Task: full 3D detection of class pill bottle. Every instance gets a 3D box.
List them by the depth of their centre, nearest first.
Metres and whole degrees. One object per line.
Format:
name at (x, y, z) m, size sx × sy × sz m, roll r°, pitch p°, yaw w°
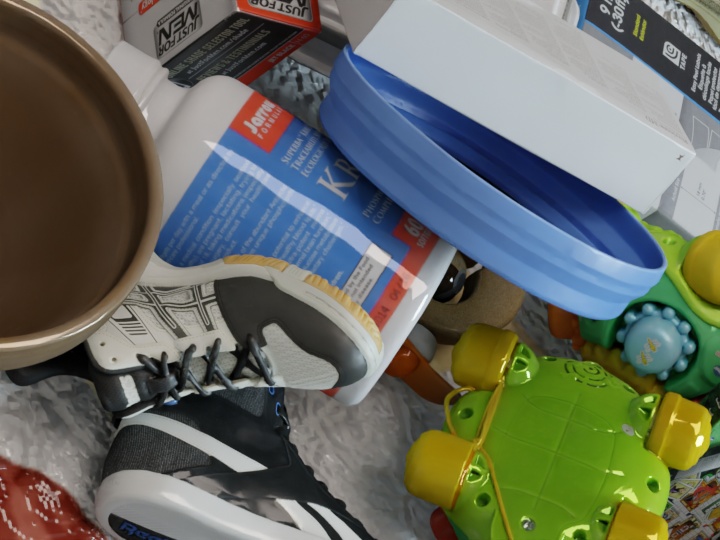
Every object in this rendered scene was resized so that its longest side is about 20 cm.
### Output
pill bottle at (-0.058, -0.029, 1.456) m, size 0.200 × 0.112 × 0.112 m, roll 32°, pitch 47°, yaw -3°

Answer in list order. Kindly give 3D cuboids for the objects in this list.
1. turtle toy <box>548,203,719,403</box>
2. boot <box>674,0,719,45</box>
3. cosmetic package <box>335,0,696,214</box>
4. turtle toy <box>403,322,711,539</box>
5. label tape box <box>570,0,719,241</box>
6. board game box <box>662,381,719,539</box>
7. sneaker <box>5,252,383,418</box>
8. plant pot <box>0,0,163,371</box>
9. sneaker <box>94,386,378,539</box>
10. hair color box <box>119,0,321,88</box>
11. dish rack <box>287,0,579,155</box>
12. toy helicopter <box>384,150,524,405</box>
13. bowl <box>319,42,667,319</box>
turtle toy at (0.185, 0.046, 1.637) m, size 0.200 × 0.146 × 0.101 m, roll 44°, pitch 77°, yaw -34°
boot at (0.256, -0.221, 1.834) m, size 0.200 × 0.155 × 0.073 m, roll 42°, pitch 46°, yaw -16°
cosmetic package at (0.078, -0.107, 1.509) m, size 0.200 × 0.051 × 0.083 m, roll 27°, pitch 23°, yaw -28°
turtle toy at (0.092, 0.129, 1.526) m, size 0.145 × 0.101 × 0.200 m, roll 21°, pitch 55°, yaw 7°
label tape box at (0.135, -0.102, 1.727) m, size 0.200 × 0.063 × 0.144 m, roll 35°, pitch 47°, yaw -22°
board game box at (0.217, 0.097, 1.585) m, size 0.105 × 0.200 × 0.024 m, roll 12°, pitch 46°, yaw -31°
sneaker at (-0.086, 0.040, 1.387) m, size 0.088 × 0.199 × 0.076 m, roll -60°, pitch 145°, yaw -34°
plant pot at (-0.202, -0.031, 1.356) m, size 0.200 × 0.093 × 0.201 m, roll 14°, pitch 56°, yaw -21°
sneaker at (-0.034, 0.108, 1.452) m, size 0.200 × 0.073 × 0.112 m, roll 29°, pitch 52°, yaw -25°
hair color box at (-0.084, -0.200, 1.563) m, size 0.061 × 0.101 × 0.201 m, roll 12°, pitch 60°, yaw -38°
dish rack at (0.044, -0.159, 1.634) m, size 0.171 × 0.044 × 0.200 m, roll 25°, pitch 38°, yaw -4°
toy helicopter at (0.000, 0.000, 1.561) m, size 0.199 × 0.079 × 0.133 m, roll 7°, pitch 71°, yaw -27°
bowl at (0.065, -0.044, 1.470) m, size 0.200 × 0.039 × 0.201 m, roll 33°, pitch 13°, yaw -9°
